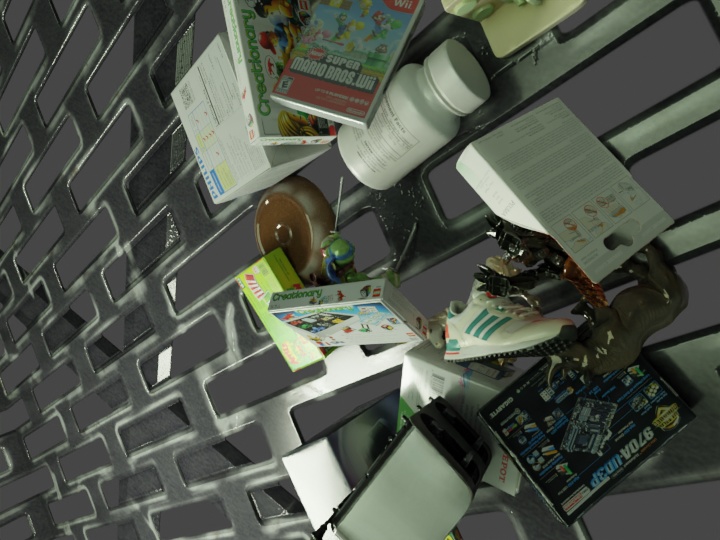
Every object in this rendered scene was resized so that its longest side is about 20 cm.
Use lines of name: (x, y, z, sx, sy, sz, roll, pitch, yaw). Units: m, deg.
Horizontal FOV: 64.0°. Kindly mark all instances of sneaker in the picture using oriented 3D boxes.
sneaker: (0.167, 0.058, 0.690, 0.199, 0.069, 0.095, -24, 65, 58)

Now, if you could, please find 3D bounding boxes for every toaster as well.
toaster: (0.064, 0.272, 0.714, 0.118, 0.180, 0.201, 39, 100, 18)

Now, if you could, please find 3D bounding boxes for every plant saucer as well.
plant saucer: (-0.127, -0.066, 1.021, 0.198, 0.036, 0.204, 11, 108, 37)

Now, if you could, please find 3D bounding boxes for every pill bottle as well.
pill bottle: (0.070, -0.207, 0.775, 0.199, 0.114, 0.116, -34, 80, 39)

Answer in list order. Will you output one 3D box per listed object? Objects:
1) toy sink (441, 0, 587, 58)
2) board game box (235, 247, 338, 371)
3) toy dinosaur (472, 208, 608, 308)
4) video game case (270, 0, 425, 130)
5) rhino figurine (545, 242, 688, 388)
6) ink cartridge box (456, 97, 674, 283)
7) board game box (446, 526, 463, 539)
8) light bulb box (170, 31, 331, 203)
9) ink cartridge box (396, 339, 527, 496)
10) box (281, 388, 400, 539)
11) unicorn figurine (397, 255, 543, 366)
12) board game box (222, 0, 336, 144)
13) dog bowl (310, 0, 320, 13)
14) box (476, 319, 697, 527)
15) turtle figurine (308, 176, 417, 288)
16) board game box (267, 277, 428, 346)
toy sink: (0.155, -0.372, 0.667, 0.129, 0.111, 0.203, -24, 86, 40)
board game box: (-0.130, 0.072, 1.022, 0.101, 0.047, 0.202, -28, 95, 44)
toy dinosaur: (0.213, -0.026, 0.675, 0.200, 0.133, 0.104, -153, 58, -67)
video game case: (-0.015, -0.288, 0.755, 0.141, 0.017, 0.203, 20, 74, 17)
rhino figurine: (0.287, 0.063, 0.658, 0.200, 0.060, 0.088, -45, 68, 1)
ink cartridge box: (0.229, -0.088, 0.647, 0.201, 0.160, 0.050, 54, 152, 14)
board game box: (0.159, 0.522, 0.948, 0.104, 0.023, 0.203, -30, 82, 41)
light bulb box: (-0.176, -0.236, 0.901, 0.199, 0.124, 0.201, -15, 98, 52)
ink cartridge box: (0.159, 0.202, 0.825, 0.198, 0.087, 0.148, 18, 113, 36)
box: (0.016, 0.326, 0.899, 0.123, 0.197, 0.202, -33, 81, 39)
unicorn figurine: (0.165, 0.068, 0.805, 0.137, 0.073, 0.202, 42, 110, 34)
board game box: (-0.111, -0.278, 0.799, 0.034, 0.125, 0.204, -14, 87, 53)
dog bowl: (-0.056, -0.349, 0.877, 0.198, 0.058, 0.204, 12, 109, 37)
box: (0.263, 0.172, 0.688, 0.199, 0.046, 0.160, -39, 73, -2)
turtle figurine: (0.000, 0.000, 0.911, 0.141, 0.202, 0.196, 15, 138, 5)
board game box: (-0.018, 0.065, 0.817, 0.197, 0.126, 0.035, -7, 56, 33)
